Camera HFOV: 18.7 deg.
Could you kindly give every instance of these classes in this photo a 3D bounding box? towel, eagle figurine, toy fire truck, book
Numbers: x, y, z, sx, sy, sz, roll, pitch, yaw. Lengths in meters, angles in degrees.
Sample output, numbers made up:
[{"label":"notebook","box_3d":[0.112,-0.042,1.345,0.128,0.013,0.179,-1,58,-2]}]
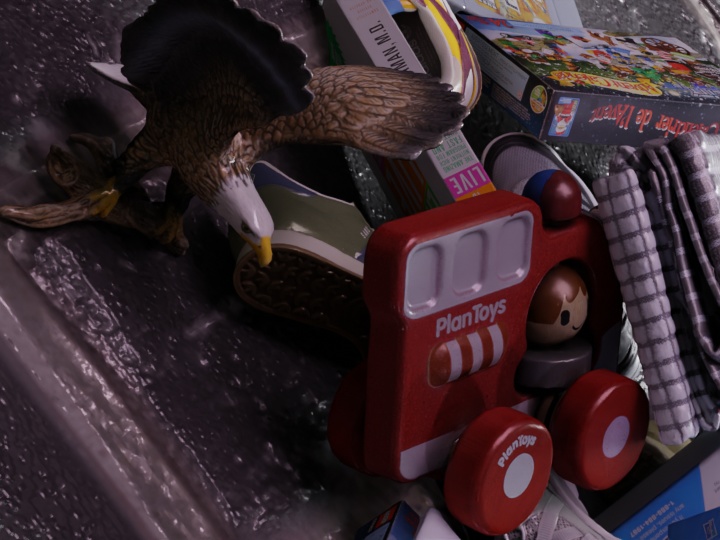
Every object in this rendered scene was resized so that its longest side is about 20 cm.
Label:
[{"label":"towel","box_3d":[0.198,0.004,1.267,0.200,0.085,0.166,-7,81,-79]},{"label":"eagle figurine","box_3d":[-0.063,-0.076,1.127,0.151,0.200,0.152,47,32,-8]},{"label":"toy fire truck","box_3d":[0.076,0.035,1.178,0.112,0.168,0.200,23,29,39]},{"label":"book","box_3d":[0.040,-0.069,1.316,0.200,0.048,0.134,60,-10,23]}]

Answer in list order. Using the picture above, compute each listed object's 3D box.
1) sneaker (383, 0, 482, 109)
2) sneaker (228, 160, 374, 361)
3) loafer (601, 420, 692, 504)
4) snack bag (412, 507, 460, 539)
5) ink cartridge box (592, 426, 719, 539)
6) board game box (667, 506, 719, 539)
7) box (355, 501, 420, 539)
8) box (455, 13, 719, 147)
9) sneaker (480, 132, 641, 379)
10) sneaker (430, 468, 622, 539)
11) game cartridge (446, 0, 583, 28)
[{"label":"sneaker","box_3d":[0.013,-0.189,1.438,0.200,0.075,0.090,56,11,6]},{"label":"sneaker","box_3d":[0.000,0.000,1.261,0.200,0.067,0.090,29,33,-39]},{"label":"loafer","box_3d":[0.237,0.167,1.398,0.200,0.076,0.067,47,38,-9]},{"label":"snack bag","box_3d":[0.078,0.223,1.058,0.189,0.021,0.200,45,26,-5]},{"label":"ink cartridge box","box_3d":[0.249,0.197,1.309,0.200,0.146,0.084,54,-10,-1]},{"label":"board game box","box_3d":[0.273,0.237,1.203,0.200,0.056,0.196,7,70,-24]},{"label":"box","box_3d":[0.061,0.233,1.127,0.200,0.038,0.137,45,32,-12]},{"label":"box","box_3d":[0.177,-0.130,1.537,0.200,0.038,0.137,2,26,-31]},{"label":"sneaker","box_3d":[0.126,-0.026,1.392,0.114,0.075,0.200,74,-4,-60]},{"label":"sneaker","box_3d":[0.100,0.167,1.213,0.082,0.075,0.200,2,31,-35]},{"label":"game cartridge","box_3d":[0.092,-0.214,1.621,0.200,0.042,0.133,20,49,-41]}]
